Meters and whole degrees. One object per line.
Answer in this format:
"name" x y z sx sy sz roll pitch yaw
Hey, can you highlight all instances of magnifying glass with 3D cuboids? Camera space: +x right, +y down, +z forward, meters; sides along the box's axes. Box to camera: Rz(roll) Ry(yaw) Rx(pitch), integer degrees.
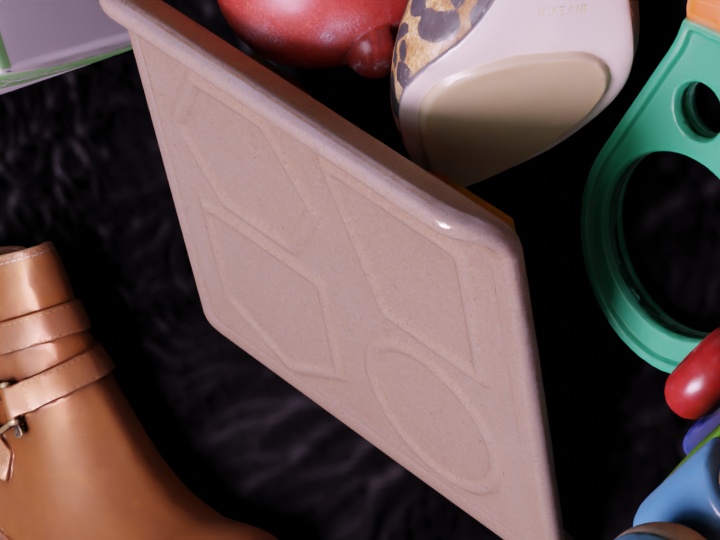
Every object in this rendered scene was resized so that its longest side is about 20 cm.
"magnifying glass" 0.111 -0.058 0.919 0.080 0.022 0.201 30 128 37

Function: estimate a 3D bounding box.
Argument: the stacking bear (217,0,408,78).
"stacking bear" -0.019 -0.163 0.954 0.121 0.114 0.201 15 122 46

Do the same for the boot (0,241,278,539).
"boot" -0.108 0.064 1.170 0.200 0.074 0.155 -1 101 45

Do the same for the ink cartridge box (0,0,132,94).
"ink cartridge box" -0.185 -0.132 1.161 0.200 0.084 0.147 -14 94 49

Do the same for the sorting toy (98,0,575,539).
"sorting toy" 0.000 0.000 1.002 0.185 0.036 0.200 35 156 34

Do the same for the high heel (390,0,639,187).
"high heel" 0.048 -0.124 0.941 0.200 0.071 0.143 114 155 -55

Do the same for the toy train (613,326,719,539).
"toy train" 0.144 0.037 0.835 0.085 0.116 0.200 45 136 3
